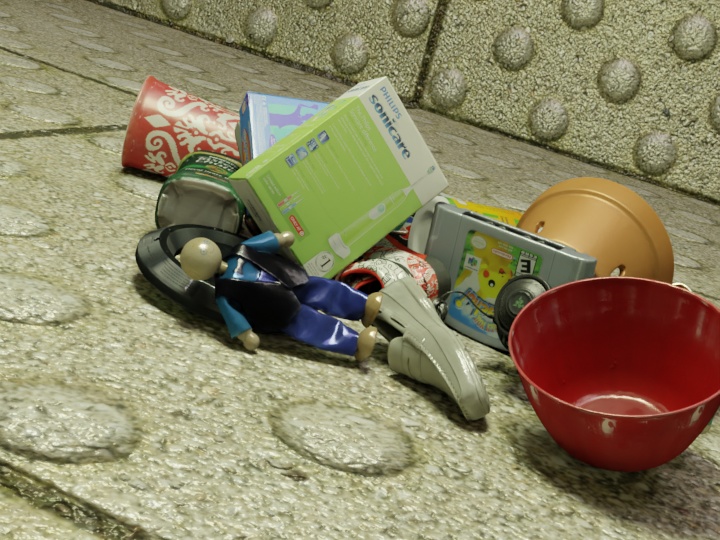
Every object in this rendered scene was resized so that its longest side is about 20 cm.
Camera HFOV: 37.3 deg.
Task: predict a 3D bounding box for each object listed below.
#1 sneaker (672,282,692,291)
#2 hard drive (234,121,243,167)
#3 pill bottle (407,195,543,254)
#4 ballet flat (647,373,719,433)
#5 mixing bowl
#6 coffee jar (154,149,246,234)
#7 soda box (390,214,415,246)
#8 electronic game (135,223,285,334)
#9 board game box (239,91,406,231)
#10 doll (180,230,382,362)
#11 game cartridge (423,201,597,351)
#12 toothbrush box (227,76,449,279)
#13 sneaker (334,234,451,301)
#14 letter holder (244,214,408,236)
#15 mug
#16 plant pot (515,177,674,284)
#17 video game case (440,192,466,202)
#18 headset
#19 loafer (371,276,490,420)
[{"bbox_3d":[0.436,0.059,1.425,0.072,0.086,0.199,22,15,28],"label":"sneaker"},{"bbox_3d":[-0.049,-0.126,1.334,0.197,0.026,0.133,-4,64,-26],"label":"hard drive"},{"bbox_3d":[0.171,-0.027,1.407,0.197,0.113,0.111,9,16,-22],"label":"pill bottle"},{"bbox_3d":[0.278,0.123,1.069,0.069,0.071,0.199,7,1,-29],"label":"ballet flat"},{"bbox_3d":[0.232,0.105,0.952,0.197,0.110,0.201,-5,32,3],"label":"mixing bowl"},{"bbox_3d":[-0.188,-0.091,1.320,0.103,0.086,0.200,14,15,-6],"label":"coffee jar"},{"bbox_3d":[0.051,-0.073,1.517,0.198,0.072,0.063,23,13,28],"label":"soda box"},{"bbox_3d":[-0.136,0.008,1.104,0.198,0.042,0.200,22,19,-8],"label":"electronic game"},{"bbox_3d":[-0.044,-0.132,1.295,0.197,0.045,0.154,5,59,-21],"label":"board game box"},{"bbox_3d":[-0.078,0.018,1.020,0.198,0.049,0.138,20,56,-14],"label":"doll"},{"bbox_3d":[0.156,0.016,1.196,0.198,0.135,0.040,22,24,28],"label":"game cartridge"},{"bbox_3d":[-0.024,-0.099,1.197,0.147,0.199,0.086,56,-14,-16],"label":"toothbrush box"},{"bbox_3d":[0.000,-0.001,1.226,0.107,0.068,0.200,-11,22,-38],"label":"sneaker"},{"bbox_3d":[-0.033,-0.072,1.386,0.197,0.102,0.142,9,18,-23],"label":"letter holder"},{"bbox_3d":[-0.226,-0.189,1.550,0.197,0.135,0.178,18,17,-4],"label":"mug"},{"bbox_3d":[0.248,0.007,1.251,0.198,0.203,0.140,23,32,27],"label":"plant pot"},{"bbox_3d":[0.113,-0.092,1.614,0.180,0.024,0.200,24,-5,24],"label":"video game case"},{"bbox_3d":[0.168,0.061,1.087,0.197,0.095,0.124,9,-14,11],"label":"headset"},{"bbox_3d":[0.061,0.081,1.028,0.069,0.070,0.200,-30,35,-5],"label":"loafer"}]
